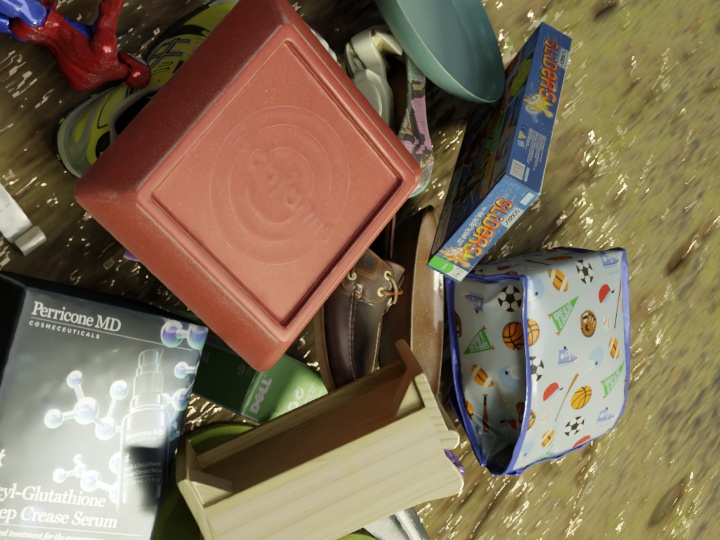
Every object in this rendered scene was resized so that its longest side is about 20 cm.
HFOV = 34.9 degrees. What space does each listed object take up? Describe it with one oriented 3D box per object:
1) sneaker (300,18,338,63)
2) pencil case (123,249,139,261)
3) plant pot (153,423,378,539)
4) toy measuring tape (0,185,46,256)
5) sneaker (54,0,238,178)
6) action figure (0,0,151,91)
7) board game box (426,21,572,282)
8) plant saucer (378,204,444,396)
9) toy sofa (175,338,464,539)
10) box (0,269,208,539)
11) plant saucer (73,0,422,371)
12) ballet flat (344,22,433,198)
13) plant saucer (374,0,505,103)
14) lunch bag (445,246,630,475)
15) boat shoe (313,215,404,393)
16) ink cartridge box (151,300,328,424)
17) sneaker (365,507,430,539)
[{"bbox_3d":[-0.065,-0.131,0.878,0.088,0.080,0.200,-43,159,-10],"label":"sneaker"},{"bbox_3d":[-0.103,-0.022,0.870,0.200,0.084,0.086,29,66,-59],"label":"pencil case"},{"bbox_3d":[-0.072,0.244,0.918,0.200,0.184,0.201,-9,104,-36],"label":"plant pot"},{"bbox_3d":[-0.267,-0.088,0.772,0.074,0.073,0.200,-43,122,-24],"label":"toy measuring tape"},{"bbox_3d":[-0.134,-0.134,0.863,0.200,0.076,0.075,-48,122,-22],"label":"sneaker"},{"bbox_3d":[-0.227,-0.193,0.781,0.200,0.065,0.099,28,51,-26],"label":"action figure"},{"bbox_3d":[0.120,-0.103,0.987,0.034,0.135,0.200,27,50,-10],"label":"board game box"},{"bbox_3d":[0.045,0.042,1.011,0.200,0.037,0.201,1,90,-78],"label":"plant saucer"},{"bbox_3d":[-0.029,0.140,0.839,0.200,0.083,0.098,-25,106,-2],"label":"toy sofa"},{"bbox_3d":[-0.219,0.113,0.826,0.148,0.107,0.201,15,89,-38],"label":"box"},{"bbox_3d":[-0.059,-0.059,0.785,0.200,0.037,0.200,-52,123,-15],"label":"plant saucer"},{"bbox_3d":[0.016,-0.147,0.923,0.071,0.069,0.200,45,30,-45],"label":"ballet flat"},{"bbox_3d":[0.058,-0.225,0.967,0.200,0.027,0.201,39,36,-37],"label":"plant saucer"},{"bbox_3d":[0.176,0.086,1.124,0.170,0.124,0.201,-13,100,-38],"label":"lunch bag"},{"bbox_3d":[0.000,0.000,0.913,0.070,0.070,0.201,45,40,-67],"label":"boat shoe"},{"bbox_3d":[-0.079,0.095,0.934,0.200,0.104,0.059,31,79,-38],"label":"ink cartridge box"},{"bbox_3d":[0.006,0.229,1.065,0.083,0.072,0.200,-27,115,-9],"label":"sneaker"}]
